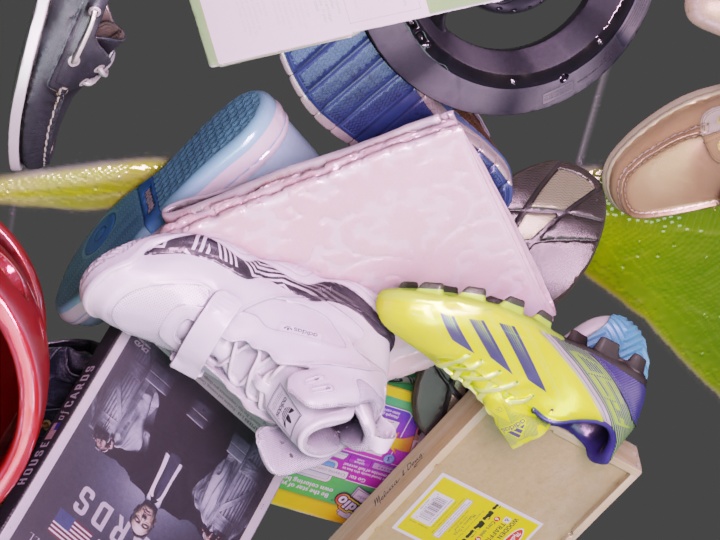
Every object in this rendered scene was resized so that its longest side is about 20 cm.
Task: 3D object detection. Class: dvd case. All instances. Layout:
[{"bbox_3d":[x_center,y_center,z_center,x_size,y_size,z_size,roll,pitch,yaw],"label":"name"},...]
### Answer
[{"bbox_3d":[-0.130,0.136,1.465,0.150,0.200,0.025,44,147,-24],"label":"dvd case"}]

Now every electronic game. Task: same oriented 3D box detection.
[{"bbox_3d":[0.086,-0.191,1.420,0.199,0.042,0.201,-4,103,-18],"label":"electronic game"}]

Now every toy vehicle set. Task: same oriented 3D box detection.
[{"bbox_3d":[0.073,0.162,1.585,0.124,0.027,0.200,29,118,-25],"label":"toy vehicle set"}]

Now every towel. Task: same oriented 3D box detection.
[{"bbox_3d":[0.000,0.000,1.481,0.199,0.032,0.191,-19,134,10],"label":"towel"}]

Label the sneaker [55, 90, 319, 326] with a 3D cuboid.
[{"bbox_3d":[-0.088,-0.007,1.527,0.200,0.080,0.130,-40,118,19],"label":"sneaker"}]

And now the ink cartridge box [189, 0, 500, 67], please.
[{"bbox_3d":[-0.016,-0.204,1.353,0.199,0.048,0.146,-10,103,28],"label":"ink cartridge box"}]

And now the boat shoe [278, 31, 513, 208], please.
[{"bbox_3d":[0.015,-0.109,1.476,0.072,0.072,0.200,-34,116,16],"label":"boat shoe"}]

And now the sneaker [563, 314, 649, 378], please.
[{"bbox_3d":[0.119,0.104,1.624,0.076,0.081,0.200,24,114,-22],"label":"sneaker"}]

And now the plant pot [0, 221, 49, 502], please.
[{"bbox_3d":[-0.282,0.052,1.457,0.199,0.183,0.202,0,103,-1],"label":"plant pot"}]

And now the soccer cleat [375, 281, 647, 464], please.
[{"bbox_3d":[0.091,0.063,1.472,0.199,0.065,0.084,22,84,-30],"label":"soccer cleat"}]

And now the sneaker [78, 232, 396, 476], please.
[{"bbox_3d":[-0.066,0.050,1.416,0.199,0.115,0.075,13,130,-21],"label":"sneaker"}]

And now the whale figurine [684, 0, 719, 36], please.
[{"bbox_3d":[0.266,-0.196,1.452,0.159,0.104,0.201,-30,97,14],"label":"whale figurine"}]

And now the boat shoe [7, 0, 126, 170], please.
[{"bbox_3d":[-0.168,-0.145,1.429,0.060,0.076,0.201,11,122,-7],"label":"boat shoe"}]

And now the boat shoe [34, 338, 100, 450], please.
[{"bbox_3d":[-0.226,0.091,1.588,0.199,0.071,0.091,0,98,6],"label":"boat shoe"}]

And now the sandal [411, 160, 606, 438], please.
[{"bbox_3d":[0.088,0.017,1.571,0.080,0.057,0.202,28,99,-4],"label":"sandal"}]

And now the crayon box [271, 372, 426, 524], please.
[{"bbox_3d":[-0.022,0.101,1.618,0.199,0.058,0.119,18,119,-19],"label":"crayon box"}]

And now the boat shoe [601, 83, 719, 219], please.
[{"bbox_3d":[0.251,-0.079,1.523,0.199,0.066,0.074,-23,121,4],"label":"boat shoe"}]
